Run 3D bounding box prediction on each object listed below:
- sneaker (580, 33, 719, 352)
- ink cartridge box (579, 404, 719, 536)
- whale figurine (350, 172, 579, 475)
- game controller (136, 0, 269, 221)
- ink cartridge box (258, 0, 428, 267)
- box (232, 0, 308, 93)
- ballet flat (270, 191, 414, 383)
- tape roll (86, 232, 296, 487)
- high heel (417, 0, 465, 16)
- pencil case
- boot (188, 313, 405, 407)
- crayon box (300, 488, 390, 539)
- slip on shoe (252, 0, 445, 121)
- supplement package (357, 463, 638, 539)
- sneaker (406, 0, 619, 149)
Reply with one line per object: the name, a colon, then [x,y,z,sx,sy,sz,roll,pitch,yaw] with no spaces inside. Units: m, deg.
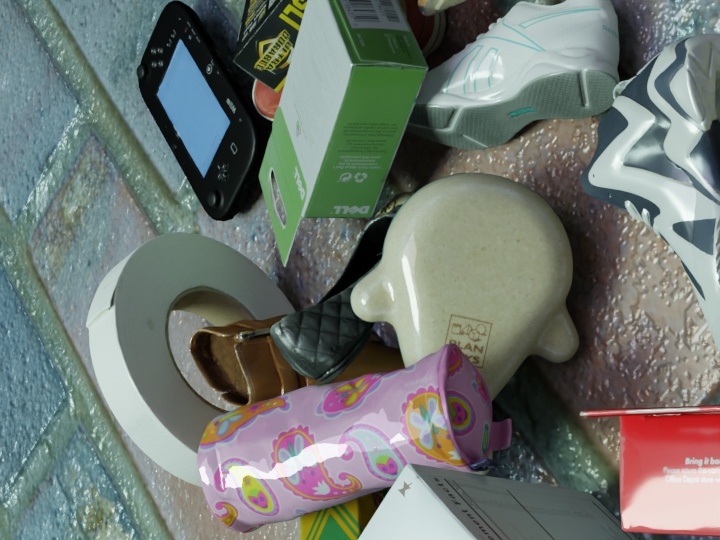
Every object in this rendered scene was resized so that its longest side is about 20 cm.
sneaker: [0.201,-0.038,0.997,0.129,0.079,0.201,-10,99,64]
ink cartridge box: [0.220,0.109,0.860,0.115,0.199,0.068,-8,78,45]
whale figurine: [0.069,0.035,1.085,0.104,0.157,0.202,-149,69,-86]
game controller: [-0.138,-0.139,1.366,0.201,0.042,0.105,58,142,33]
ink cartridge box: [-0.018,-0.107,1.169,0.201,0.059,0.104,111,150,-43]
box: [-0.018,-0.254,1.215,0.200,0.049,0.160,-46,21,31]
ballet flat: [0.000,0.000,1.133,0.066,0.057,0.201,-32,18,41]
tape roll: [-0.116,0.067,1.210,0.037,0.202,0.205,-35,61,37]
high heel: [0.081,-0.289,1.145,0.200,0.071,0.143,-48,58,9]
pencil case: [-0.007,0.110,1.022,0.198,0.087,0.088,-18,71,24]
boot: [-0.017,0.085,1.136,0.199,0.154,0.075,22,104,46]
crayon box: [0.009,0.209,1.079,0.050,0.127,0.201,-25,37,17]
slip on shoe: [-0.022,-0.171,1.249,0.199,0.061,0.075,-20,72,44]
supplement package: [0.092,0.202,0.971,0.114,0.199,0.110,44,108,40]
sneaker: [0.103,-0.140,1.122,0.199,0.070,0.081,-11,60,42]
